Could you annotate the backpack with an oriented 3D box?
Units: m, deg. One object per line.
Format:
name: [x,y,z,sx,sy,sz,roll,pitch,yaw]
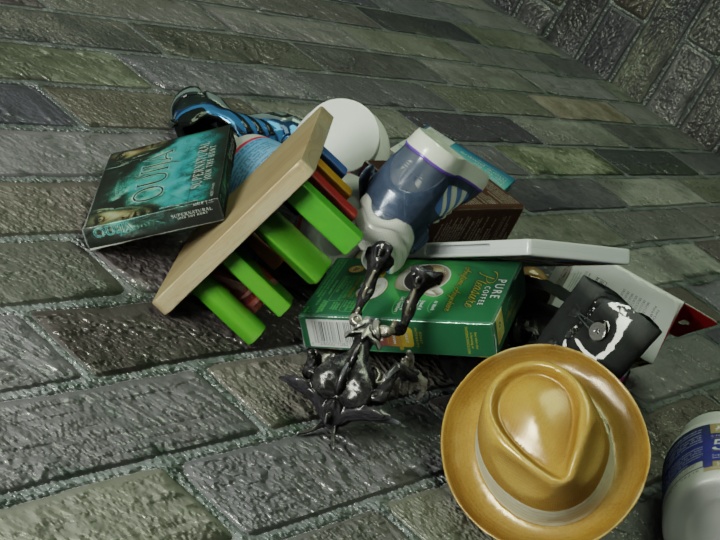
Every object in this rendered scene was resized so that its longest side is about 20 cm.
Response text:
backpack: [0.182,0.089,1.615,0.200,0.127,0.167,14,26,-29]

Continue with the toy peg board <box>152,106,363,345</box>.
toy peg board: [-0.082,-0.035,1.486,0.098,0.200,0.199,44,17,-11]

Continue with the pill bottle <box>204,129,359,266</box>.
pill bottle: [-0.093,-0.081,1.647,0.200,0.109,0.109,26,16,31]

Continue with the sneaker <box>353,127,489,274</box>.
sneaker: [0.049,-0.063,1.549,0.081,0.147,0.200,38,7,12]

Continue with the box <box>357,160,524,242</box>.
box: [0.082,-0.067,1.715,0.100,0.075,0.200,41,24,29]

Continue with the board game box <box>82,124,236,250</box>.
board game box: [-0.196,-0.085,1.537,0.135,0.028,0.200,-13,24,5]

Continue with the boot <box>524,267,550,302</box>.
boot: [0.172,0.005,1.751,0.074,0.076,0.200,16,-8,-6]

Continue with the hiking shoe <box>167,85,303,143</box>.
hiking shoe: [-0.136,-0.153,1.864,0.200,0.074,0.087,15,30,-11]

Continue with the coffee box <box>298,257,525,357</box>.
coffee box: [0.052,0.035,1.517,0.200,0.044,0.123,1,29,19]

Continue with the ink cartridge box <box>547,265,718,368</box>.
ink cartridge box: [0.298,0.059,1.791,0.175,0.084,0.200,29,-6,2]

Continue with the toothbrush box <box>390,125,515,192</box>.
toothbrush box: [0.105,-0.106,2.039,0.146,0.085,0.200,33,22,8]

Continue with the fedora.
fedora: [0.160,0.145,1.365,0.201,0.201,0.082,39,-14,25]

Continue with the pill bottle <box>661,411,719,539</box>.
pill bottle: [0.365,0.220,1.563,0.120,0.120,0.200,30,20,0]

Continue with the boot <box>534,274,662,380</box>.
boot: [0.215,0.126,1.452,0.165,0.200,0.066,40,1,26]

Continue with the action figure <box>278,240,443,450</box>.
action figure: [0.006,0.080,1.408,0.119,0.200,0.102,19,-22,19]

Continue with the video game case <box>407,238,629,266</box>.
video game case: [0.150,-0.017,1.564,0.143,0.018,0.200,5,-4,-39]

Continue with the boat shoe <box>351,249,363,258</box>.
boat shoe: [0.000,0.000,1.665,0.063,0.071,0.200,10,27,-26]

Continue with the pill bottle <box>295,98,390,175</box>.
pill bottle: [-0.022,-0.126,1.761,0.112,0.112,0.200,31,-10,5]

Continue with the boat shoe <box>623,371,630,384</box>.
boat shoe: [0.208,0.089,1.748,0.200,0.060,0.072,29,20,-3]
